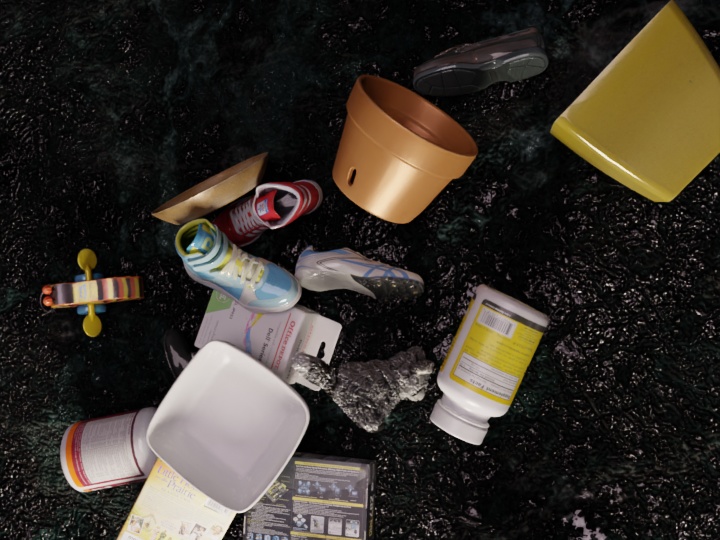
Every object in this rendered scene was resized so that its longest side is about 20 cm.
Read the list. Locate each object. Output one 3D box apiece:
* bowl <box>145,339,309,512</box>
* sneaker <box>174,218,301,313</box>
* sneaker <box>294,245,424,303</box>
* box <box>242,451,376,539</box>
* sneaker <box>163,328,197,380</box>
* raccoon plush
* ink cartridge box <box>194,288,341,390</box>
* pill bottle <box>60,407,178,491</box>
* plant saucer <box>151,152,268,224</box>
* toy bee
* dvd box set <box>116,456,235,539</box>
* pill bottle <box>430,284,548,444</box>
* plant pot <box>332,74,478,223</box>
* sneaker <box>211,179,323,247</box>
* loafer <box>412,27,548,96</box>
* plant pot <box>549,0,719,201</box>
[{"bbox_3d":[-0.185,0.221,1.380,0.199,0.075,0.201,36,93,5],"label":"bowl"},{"bbox_3d":[-0.185,-0.008,1.371,0.197,0.131,0.081,18,70,16],"label":"sneaker"},{"bbox_3d":[0.000,0.000,1.408,0.196,0.072,0.073,9,59,11],"label":"sneaker"},{"bbox_3d":[-0.077,0.358,1.416,0.196,0.049,0.165,1,89,18],"label":"box"},{"bbox_3d":[-0.230,0.167,1.468,0.088,0.074,0.202,-31,87,13],"label":"sneaker"},{"bbox_3d":[0.016,0.141,1.341,0.134,0.199,0.097,-48,42,8],"label":"raccoon plush"},{"bbox_3d":[-0.140,0.097,1.443,0.197,0.067,0.119,21,92,18],"label":"ink cartridge box"},{"bbox_3d":[-0.355,0.275,1.476,0.196,0.109,0.112,-13,83,13],"label":"pill bottle"},{"bbox_3d":[-0.219,-0.117,1.428,0.197,0.201,0.036,-23,103,15],"label":"plant saucer"},{"bbox_3d":[-0.455,0.046,1.527,0.198,0.109,0.133,-30,80,13],"label":"toy bee"},{"bbox_3d":[-0.277,0.380,1.435,0.144,0.029,0.202,26,109,-8],"label":"dvd box set"},{"bbox_3d":[0.173,0.132,1.318,0.110,0.111,0.203,26,94,17],"label":"pill bottle"},{"bbox_3d":[0.050,-0.164,1.348,0.199,0.199,0.141,39,115,16],"label":"plant pot"},{"bbox_3d":[-0.160,-0.084,1.435,0.197,0.112,0.072,-24,91,15],"label":"sneaker"},{"bbox_3d":[0.172,-0.304,1.380,0.196,0.072,0.064,-8,64,10],"label":"loafer"},{"bbox_3d":[0.381,-0.199,1.241,0.200,0.200,0.177,-45,86,10],"label":"plant pot"}]
